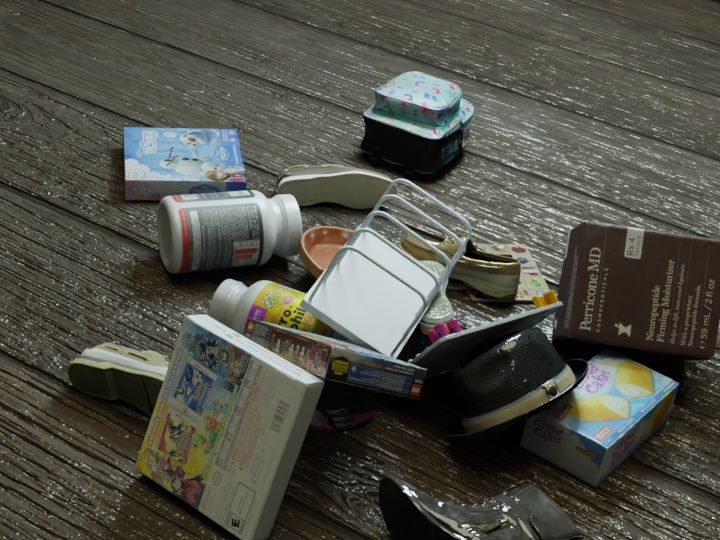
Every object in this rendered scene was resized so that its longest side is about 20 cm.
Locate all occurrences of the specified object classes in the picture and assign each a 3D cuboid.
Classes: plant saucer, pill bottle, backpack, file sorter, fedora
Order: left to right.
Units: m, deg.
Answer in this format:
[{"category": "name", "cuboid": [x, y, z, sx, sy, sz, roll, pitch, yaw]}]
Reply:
[{"category": "pill bottle", "cuboid": [-0.195, -0.060, 1.843, 0.200, 0.116, 0.116, -5, 33, -21]}, {"category": "pill bottle", "cuboid": [-0.100, 0.076, 1.651, 0.200, 0.104, 0.104, 18, 33, 18]}, {"category": "plant saucer", "cuboid": [0.000, 0.000, 1.829, 0.200, 0.032, 0.200, 20, 25, -10]}, {"category": "file sorter", "cuboid": [0.042, -0.007, 1.581, 0.139, 0.125, 0.200, 34, 38, 2]}, {"category": "backpack", "cuboid": [0.111, -0.274, 2.243, 0.177, 0.151, 0.200, 21, 29, 23]}, {"category": "fedora", "cuboid": [0.182, 0.132, 1.548, 0.200, 0.092, 0.201, -26, 2, 1]}]

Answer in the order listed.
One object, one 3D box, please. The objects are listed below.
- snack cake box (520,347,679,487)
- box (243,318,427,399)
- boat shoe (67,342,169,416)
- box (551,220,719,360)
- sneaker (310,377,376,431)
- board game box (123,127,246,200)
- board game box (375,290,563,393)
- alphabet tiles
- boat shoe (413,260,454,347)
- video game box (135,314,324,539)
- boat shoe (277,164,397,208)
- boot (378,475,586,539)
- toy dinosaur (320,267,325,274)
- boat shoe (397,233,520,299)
[{"category": "snack cake box", "cuboid": [0.312, 0.186, 1.598, 0.115, 0.067, 0.200, 28, 37, 29]}, {"category": "box", "cuboid": [-0.035, 0.103, 1.454, 0.137, 0.040, 0.200, 17, -2, -33]}, {"category": "boat shoe", "cuboid": [-0.266, 0.134, 1.548, 0.200, 0.075, 0.068, 17, 38, 17]}, {"category": "box", "cuboid": [0.386, 0.031, 1.721, 0.200, 0.166, 0.164, 8, -3, 1]}, {"category": "sneaker", "cuboid": [-0.079, 0.147, 1.565, 0.200, 0.080, 0.086, 2, 30, -11]}, {"category": "board game box", "cuboid": [-0.301, -0.182, 2.089, 0.199, 0.043, 0.200, -1, 32, -12]}, {"category": "board game box", "cuboid": [0.135, 0.093, 1.605, 0.200, 0.200, 0.026, -14, 73, -32]}, {"category": "alphabet tiles", "cuboid": [0.186, 0.002, 1.931, 0.200, 0.008, 0.167, 0, 32, -11]}, {"category": "boat shoe", "cuboid": [0.092, 0.044, 1.729, 0.074, 0.062, 0.200, -4, 28, -5]}, {"category": "video game box", "cuboid": [-0.151, 0.176, 1.388, 0.182, 0.200, 0.047, 26, 13, 26]}, {"category": "boat shoe", "cuboid": [-0.040, -0.145, 2.064, 0.200, 0.072, 0.060, -2, 35, -5]}, {"category": "boot", "cuboid": [0.137, 0.282, 1.413, 0.174, 0.069, 0.200, -21, 49, -42]}, {"category": "toy dinosaur", "cuboid": [-0.025, 0.050, 1.703, 0.088, 0.200, 0.048, 30, 76, 4]}, {"category": "boat shoe", "cuboid": [0.154, -0.021, 1.882, 0.200, 0.066, 0.074, 21, 22, 16]}]
